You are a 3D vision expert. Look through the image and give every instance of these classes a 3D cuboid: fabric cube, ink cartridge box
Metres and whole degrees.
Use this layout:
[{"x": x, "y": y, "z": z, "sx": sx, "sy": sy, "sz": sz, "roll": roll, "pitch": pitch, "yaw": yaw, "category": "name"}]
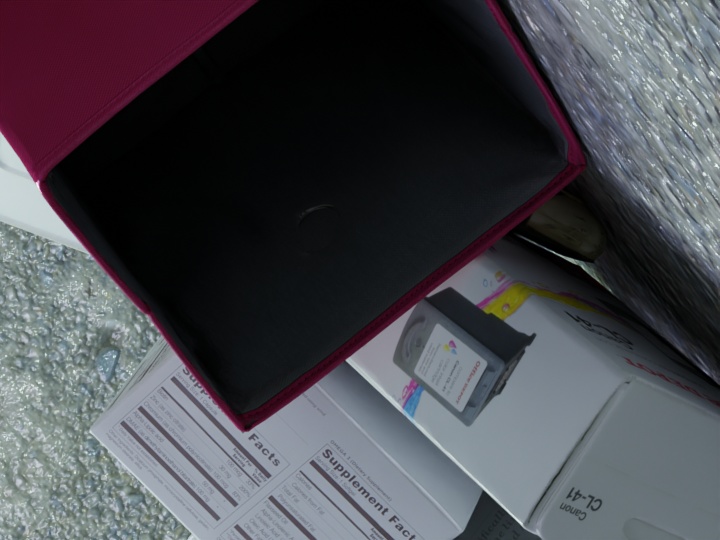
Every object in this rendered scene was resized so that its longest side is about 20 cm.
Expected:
[{"x": -0.058, "y": -0.095, "z": 1.196, "sx": 0.199, "sy": 0.196, "sz": 0.200, "roll": 51, "pitch": 178, "yaw": 43, "category": "fabric cube"}, {"x": 0.088, "y": 0.053, "z": 1.245, "sx": 0.147, "sy": 0.086, "sz": 0.200, "roll": 25, "pitch": -170, "yaw": -41, "category": "ink cartridge box"}]

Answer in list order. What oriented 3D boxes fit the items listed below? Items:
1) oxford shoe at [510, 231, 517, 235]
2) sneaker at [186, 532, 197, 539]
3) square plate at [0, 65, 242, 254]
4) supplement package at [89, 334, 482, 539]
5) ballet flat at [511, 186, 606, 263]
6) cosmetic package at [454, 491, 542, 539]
[{"x": 0.021, "y": -0.091, "z": 1.448, "sx": 0.200, "sy": 0.070, "sz": 0.075, "roll": 55, "pitch": 148, "yaw": -6, "category": "oxford shoe"}, {"x": -0.009, "y": 0.203, "z": 1.385, "sx": 0.200, "sy": 0.075, "sz": 0.087, "roll": 33, "pitch": -156, "yaw": -14, "category": "sneaker"}, {"x": -0.160, "y": -0.069, "z": 1.424, "sx": 0.198, "sy": 0.029, "sz": 0.200, "roll": 19, "pitch": 146, "yaw": 3, "category": "square plate"}, {"x": -0.015, "y": 0.059, "z": 1.375, "sx": 0.156, "sy": 0.111, "sz": 0.200, "roll": 45, "pitch": -152, "yaw": -6, "category": "supplement package"}, {"x": 0.048, "y": -0.072, "z": 1.323, "sx": 0.200, "sy": 0.057, "sz": 0.066, "roll": 43, "pitch": -176, "yaw": 29, "category": "ballet flat"}, {"x": 0.113, "y": 0.170, "z": 1.511, "sx": 0.165, "sy": 0.165, "sz": 0.200, "roll": 12, "pitch": 146, "yaw": 53, "category": "cosmetic package"}]
